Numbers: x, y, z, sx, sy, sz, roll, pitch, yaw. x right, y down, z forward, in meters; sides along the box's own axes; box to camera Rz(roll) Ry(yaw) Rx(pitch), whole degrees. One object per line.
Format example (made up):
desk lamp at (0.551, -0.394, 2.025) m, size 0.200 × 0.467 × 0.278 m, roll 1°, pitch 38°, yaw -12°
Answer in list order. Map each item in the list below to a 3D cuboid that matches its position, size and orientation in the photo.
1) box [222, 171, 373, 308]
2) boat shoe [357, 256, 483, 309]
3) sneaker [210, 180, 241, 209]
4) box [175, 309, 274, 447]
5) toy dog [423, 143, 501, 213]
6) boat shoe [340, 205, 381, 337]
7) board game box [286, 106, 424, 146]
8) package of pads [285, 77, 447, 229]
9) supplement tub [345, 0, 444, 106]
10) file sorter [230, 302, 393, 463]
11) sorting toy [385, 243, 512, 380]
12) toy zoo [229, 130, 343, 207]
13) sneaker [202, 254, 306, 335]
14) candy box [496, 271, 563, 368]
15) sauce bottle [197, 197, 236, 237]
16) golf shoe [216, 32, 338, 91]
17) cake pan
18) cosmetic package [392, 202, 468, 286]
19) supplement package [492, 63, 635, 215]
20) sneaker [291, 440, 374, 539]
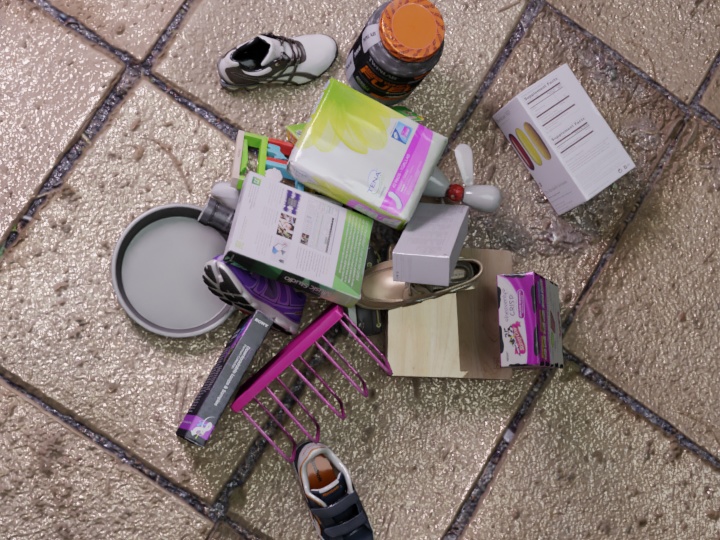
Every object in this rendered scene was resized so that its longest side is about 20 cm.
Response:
box at (-0.085, -0.044, 1.437) m, size 0.199 × 0.036 × 0.145 m, roll 20°, pitch 54°, yaw -14°
boat shoe at (0.085, 0.013, 1.498) m, size 0.199 × 0.065 × 0.072 m, roll -8°, pitch 84°, yaw -14°
sneaker at (-0.144, -0.065, 1.527) m, size 0.200 × 0.075 × 0.087 m, roll 34°, pitch 82°, yaw -5°
box at (-0.194, 0.155, 1.443) m, size 0.036 × 0.143 × 0.200 m, roll 30°, pitch 77°, yaw -9°
toy dog at (0.120, -0.148, 1.591) m, size 0.200 × 0.132 × 0.096 m, roll 35°, pitch 37°, yaw -10°
boat shoe at (0.000, 0.000, 1.552) m, size 0.060 × 0.072 × 0.202 m, roll -1°, pitch 89°, yaw -16°
board game box at (-0.007, -0.220, 1.569) m, size 0.199 × 0.096 × 0.030 m, roll -15°, pitch 116°, yaw -13°
package of pads at (0.007, -0.165, 1.480) m, size 0.200 × 0.068 × 0.155 m, roll 27°, pitch 76°, yaw -4°
supplement tub at (0.054, -0.336, 1.545) m, size 0.122 × 0.200 × 0.123 m, roll 2°, pitch 81°, yaw -12°
file sorter at (-0.066, 0.159, 1.449) m, size 0.200 × 0.139 × 0.125 m, roll -42°, pitch 95°, yaw 2°
sorting toy at (0.131, 0.068, 1.570) m, size 0.198 × 0.070 × 0.201 m, roll 3°, pitch 81°, yaw -12°
toy zoo at (-0.094, -0.147, 1.533) m, size 0.199 × 0.021 × 0.131 m, roll 13°, pitch 38°, yaw -12°
sneaker at (-0.152, 0.022, 1.475) m, size 0.200 × 0.080 × 0.084 m, roll 39°, pitch 68°, yaw -49°
candy box at (0.259, 0.080, 1.533) m, size 0.061 × 0.200 × 0.137 m, roll -5°, pitch 81°, yaw 21°
sauce bottle at (-0.138, -0.046, 1.471) m, size 0.200 × 0.065 × 0.065 m, roll 27°, pitch 77°, yaw -13°
golf shoe at (-0.121, -0.327, 1.559) m, size 0.199 × 0.094 × 0.078 m, roll -20°, pitch 85°, yaw -17°
cake pan at (-0.269, 0.001, 1.503) m, size 0.199 × 0.037 × 0.201 m, roll 2°, pitch 81°, yaw -13°
cosmetic package at (0.106, -0.041, 1.481) m, size 0.082 × 0.200 × 0.051 m, roll 3°, pitch 115°, yaw 13°
supplement package at (0.326, -0.210, 1.635) m, size 0.109 × 0.114 × 0.200 m, roll -34°, pitch 89°, yaw -16°
sneaker at (-0.038, 0.345, 1.486) m, size 0.078 × 0.079 × 0.200 m, roll -30°, pitch 91°, yaw -16°
